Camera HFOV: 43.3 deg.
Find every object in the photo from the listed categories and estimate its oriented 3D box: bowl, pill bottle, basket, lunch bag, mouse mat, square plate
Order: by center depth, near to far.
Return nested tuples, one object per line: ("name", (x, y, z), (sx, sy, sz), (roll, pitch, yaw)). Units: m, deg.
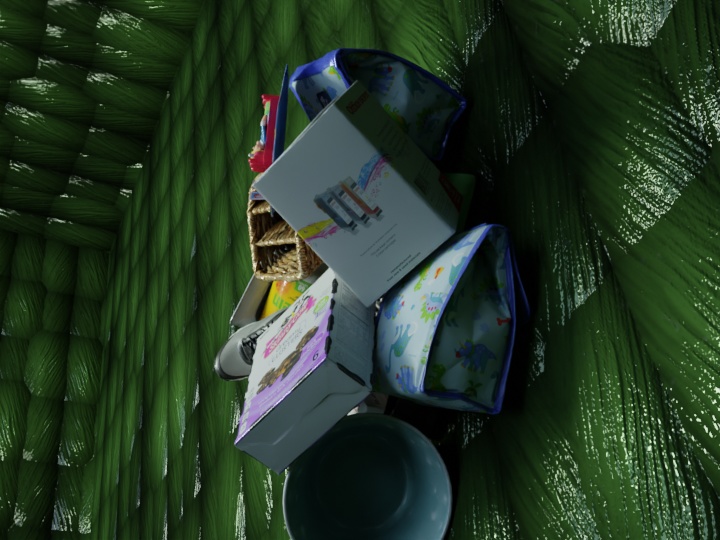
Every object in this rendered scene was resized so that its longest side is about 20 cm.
("lunch bag", (0.099, 0.052, 1.033), (0.170, 0.126, 0.203), (-12, 64, 64))
("bowl", (0.006, 0.266, 1.096), (0.105, 0.198, 0.204), (172, 111, -86))
("mouse mat", (0.099, -0.037, 1.226), (0.161, 0.007, 0.203), (19, 96, 67))
("lunch bag", (0.013, -0.225, 1.238), (0.129, 0.199, 0.170), (-64, 23, -12))
("basket", (-0.109, -0.082, 1.346), (0.149, 0.143, 0.199), (-42, 19, -19))
("pill bottle", (-0.107, 0.074, 1.500), (0.202, 0.110, 0.111), (-67, 26, 21))
("square plate", (-0.143, 0.016, 1.561), (0.202, 0.028, 0.198), (-62, -12, -4))

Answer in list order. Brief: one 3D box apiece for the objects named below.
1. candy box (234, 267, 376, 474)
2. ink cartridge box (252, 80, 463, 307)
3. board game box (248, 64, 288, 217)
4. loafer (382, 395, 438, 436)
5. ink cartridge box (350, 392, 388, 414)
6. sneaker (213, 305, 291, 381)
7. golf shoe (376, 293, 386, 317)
("candy box", (-0.061, 0.110, 1.075), (0.168, 0.071, 0.201), (-44, 21, 25))
("ink cartridge box", (0.002, -0.094, 1.072), (0.144, 0.200, 0.146), (-40, 8, 22))
("board game box", (-0.124, -0.175, 1.198), (0.201, 0.038, 0.160), (-88, 4, -51))
("loafer", (0.062, 0.106, 1.149), (0.073, 0.070, 0.203), (141, 134, -60))
("ink cartridge box", (0.001, 0.211, 1.248), (0.202, 0.066, 0.116), (-69, 25, 17))
("sneaker", (-0.138, 0.099, 1.385), (0.075, 0.199, 0.079), (59, 178, 9))
("golf shoe", (-0.009, 0.123, 1.204), (0.077, 0.094, 0.201), (35, 86, 35))
